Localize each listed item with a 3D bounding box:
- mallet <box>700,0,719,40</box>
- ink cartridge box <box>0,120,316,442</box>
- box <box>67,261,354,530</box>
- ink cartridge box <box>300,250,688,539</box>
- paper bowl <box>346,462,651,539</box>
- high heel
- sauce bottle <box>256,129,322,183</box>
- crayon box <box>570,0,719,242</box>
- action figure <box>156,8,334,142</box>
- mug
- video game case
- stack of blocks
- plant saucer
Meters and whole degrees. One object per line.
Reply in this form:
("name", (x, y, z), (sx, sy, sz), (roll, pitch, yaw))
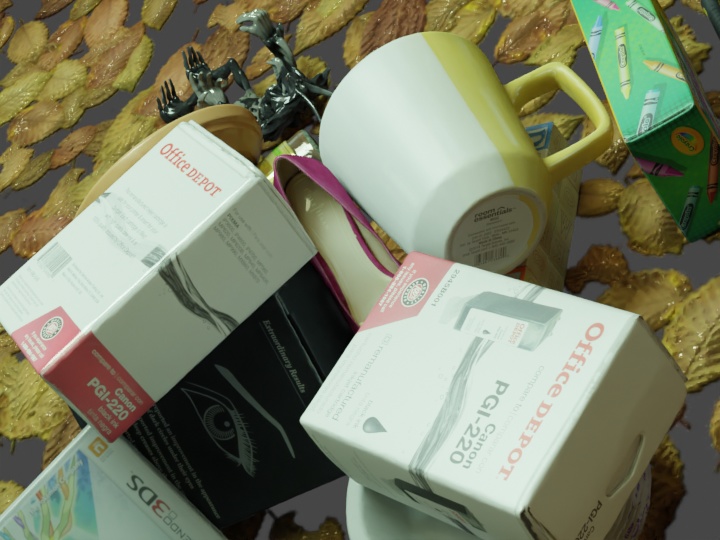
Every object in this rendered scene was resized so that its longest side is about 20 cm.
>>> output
("mallet", (0.287, -0.167, 1.285), (0.041, 0.066, 0.201), (-28, 40, 14))
("ink cartridge box", (-0.149, 0.002, 1.193), (0.200, 0.085, 0.146), (-44, 33, -6))
("box", (-0.096, 0.101, 1.273), (0.199, 0.149, 0.104), (-24, 11, 19))
("ink cartridge box", (0.081, 0.084, 1.049), (0.199, 0.085, 0.146), (18, 67, 44))
("paper bowl", (0.098, 0.153, 1.118), (0.199, 0.104, 0.202), (-22, 42, 22))
("high heel", (0.000, 0.000, 1.222), (0.067, 0.096, 0.201), (-32, 64, 10))
("sauce bottle", (-0.107, -0.040, 1.498), (0.200, 0.065, 0.065), (-40, 39, 1))
("crayon box", (0.223, -0.133, 1.265), (0.058, 0.119, 0.201), (-28, 41, 16))
("action figure", (-0.111, -0.177, 1.600), (0.199, 0.102, 0.119), (3, 45, 43))
("mug", (0.077, -0.085, 1.232), (0.187, 0.149, 0.154), (-47, 45, 14))
("video game case", (-0.196, 0.240, 1.234), (0.200, 0.182, 0.022), (-46, 4, -2))
("stack of blocks", (0.098, -0.011, 1.304), (0.114, 0.059, 0.201), (-11, 48, 32))
("plant saucer", (-0.164, -0.065, 1.492), (0.200, 0.200, 0.038), (-39, 73, 3))
